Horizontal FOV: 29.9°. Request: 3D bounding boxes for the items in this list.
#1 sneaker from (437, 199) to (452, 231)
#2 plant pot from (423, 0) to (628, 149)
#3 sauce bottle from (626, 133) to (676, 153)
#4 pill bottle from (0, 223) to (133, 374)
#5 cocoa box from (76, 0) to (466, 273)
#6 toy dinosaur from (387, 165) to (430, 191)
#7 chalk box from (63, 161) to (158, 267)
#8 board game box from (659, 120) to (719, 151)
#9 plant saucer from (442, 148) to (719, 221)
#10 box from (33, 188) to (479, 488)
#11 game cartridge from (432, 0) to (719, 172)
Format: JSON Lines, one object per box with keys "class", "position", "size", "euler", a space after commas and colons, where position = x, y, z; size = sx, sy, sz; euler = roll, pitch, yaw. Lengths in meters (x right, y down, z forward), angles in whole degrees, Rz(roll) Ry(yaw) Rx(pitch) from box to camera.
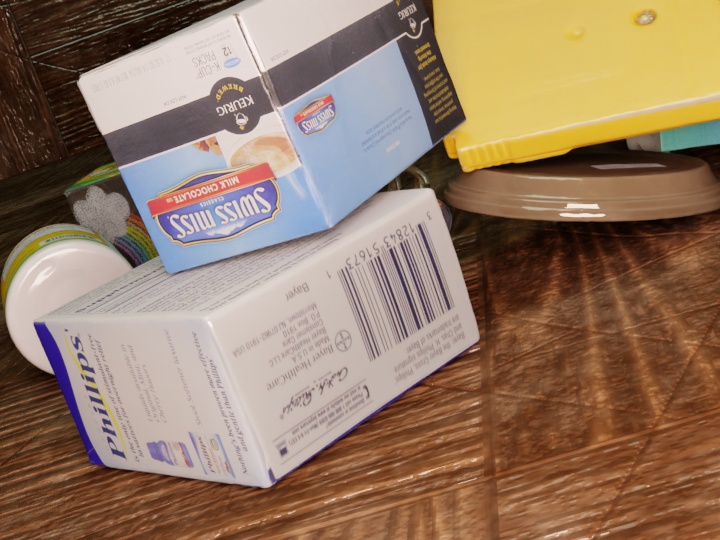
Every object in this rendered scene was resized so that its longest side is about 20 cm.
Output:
{"class": "sneaker", "position": [0.000, 0.000, 0.982], "size": [0.112, 0.078, 0.200], "euler": [-4, -10, -31]}
{"class": "plant pot", "position": [0.144, -0.181, 1.195], "size": [0.200, 0.199, 0.200], "euler": [-18, 13, 4]}
{"class": "sauce bottle", "position": [0.286, -0.140, 1.116], "size": [0.066, 0.066, 0.200], "euler": [-5, 20, 48]}
{"class": "pill bottle", "position": [-0.251, 0.019, 1.157], "size": [0.111, 0.111, 0.200], "euler": [-23, 13, -12]}
{"class": "cocoa box", "position": [-0.046, -0.104, 0.836], "size": [0.133, 0.132, 0.200], "euler": [-14, 16, 34]}
{"class": "toy dinosaur", "position": [0.002, -0.084, 1.140], "size": [0.101, 0.201, 0.058], "euler": [17, -29, -32]}
{"class": "chalk box", "position": [-0.169, -0.065, 1.353], "size": [0.199, 0.125, 0.124], "euler": [-16, 14, 12]}
{"class": "board game box", "position": [0.320, -0.153, 1.014], "size": [0.199, 0.045, 0.152], "euler": [-7, 31, 12]}
{"class": "plant saucer", "position": [0.157, -0.063, 0.944], "size": [0.199, 0.030, 0.200], "euler": [0, 11, 0]}
{"class": "box", "position": [-0.065, 0.037, 0.826], "size": [0.184, 0.105, 0.200], "euler": [-30, 17, -37]}
{"class": "game cartridge", "position": [0.151, -0.154, 0.933], "size": [0.199, 0.032, 0.177], "euler": [-12, 49, 14]}
